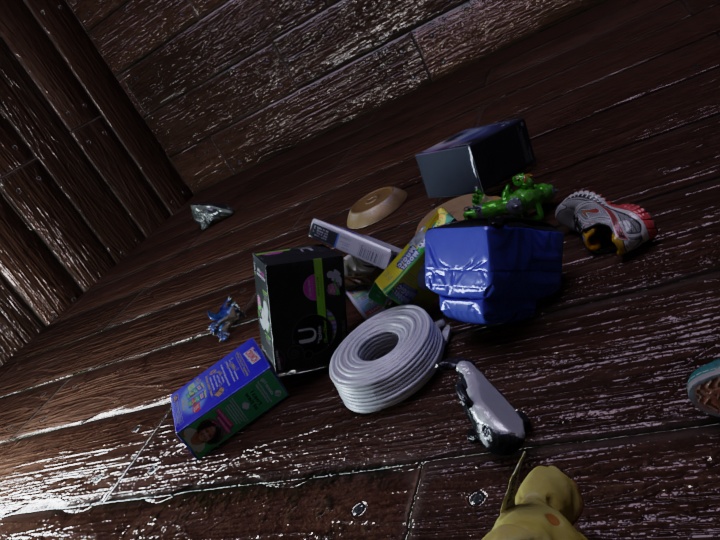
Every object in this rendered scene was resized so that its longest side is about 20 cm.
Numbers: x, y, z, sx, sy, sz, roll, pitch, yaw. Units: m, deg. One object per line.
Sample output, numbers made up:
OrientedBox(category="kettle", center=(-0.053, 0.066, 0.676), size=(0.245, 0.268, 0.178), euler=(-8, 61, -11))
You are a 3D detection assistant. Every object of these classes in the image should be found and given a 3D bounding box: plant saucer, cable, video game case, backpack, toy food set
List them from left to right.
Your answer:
OrientedBox(category="plant saucer", center=(0.040, -0.192, 1.733), size=(0.199, 0.036, 0.201), euler=(-26, 22, 11))
OrientedBox(category="video game case", center=(0.047, 0.036, 1.268), size=(0.142, 0.018, 0.200), euler=(-32, 22, -4))
OrientedBox(category="cable", center=(0.042, 0.141, 0.980), size=(0.199, 0.070, 0.200), euler=(-19, 25, 26))
OrientedBox(category="toy food set", center=(0.210, -0.107, 1.324), size=(0.197, 0.049, 0.200), euler=(-11, 29, 39))
OrientedBox(category="backpack", center=(0.218, -0.003, 0.951), size=(0.199, 0.169, 0.162), euler=(-5, 9, -35))

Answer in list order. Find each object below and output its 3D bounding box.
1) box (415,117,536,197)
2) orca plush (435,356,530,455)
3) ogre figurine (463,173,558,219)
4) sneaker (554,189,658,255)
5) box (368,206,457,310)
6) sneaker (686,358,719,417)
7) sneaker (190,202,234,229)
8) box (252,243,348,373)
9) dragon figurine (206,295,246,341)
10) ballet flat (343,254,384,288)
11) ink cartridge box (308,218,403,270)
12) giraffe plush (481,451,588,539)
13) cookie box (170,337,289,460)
OrientedBox(category="box", center=(0.278, -0.272, 1.448), size=(0.198, 0.124, 0.199), euler=(-31, 19, -28))
OrientedBox(category="orca plush", center=(0.143, 0.183, 0.768), size=(0.071, 0.105, 0.200), euler=(-62, 31, 12))
OrientedBox(category="ogre figurine", center=(0.314, -0.141, 1.205), size=(0.199, 0.099, 0.120), euler=(2, -2, -36))
OrientedBox(category="sneaker", center=(0.391, -0.079, 0.999), size=(0.082, 0.078, 0.200), euler=(-35, 22, -9))
OrientedBox(category="box", center=(0.112, -0.001, 1.042), size=(0.200, 0.117, 0.048), euler=(-48, 46, 9))
OrientedBox(category="sneaker", center=(0.433, 0.094, 0.602), size=(0.199, 0.072, 0.080), euler=(-16, 21, 20))
OrientedBox(category="sneaker", center=(-0.665, -0.244, 2.696), size=(0.198, 0.115, 0.076), euler=(1, 21, 2))
OrientedBox(category="box", center=(-0.112, 0.064, 1.112), size=(0.147, 0.202, 0.124), euler=(-9, 16, -20))
OrientedBox(category="dragon figurine", center=(-0.359, 0.120, 1.543), size=(0.099, 0.059, 0.200), euler=(-36, 24, -14))
OrientedBox(category="ballet flat", center=(0.000, 0.000, 1.281), size=(0.068, 0.073, 0.199), euler=(-41, 24, -28))
OrientedBox(category="ink cartridge box", center=(0.031, -0.038, 1.160), size=(0.197, 0.199, 0.044), euler=(24, 97, 35))
OrientedBox(category="giraffe plush", center=(0.184, 0.257, 0.480), size=(0.161, 0.201, 0.172), euler=(25, 49, 29))
OrientedBox(category="cookie box", center=(-0.254, 0.238, 1.141), size=(0.199, 0.075, 0.171), euler=(-35, 22, -10))
